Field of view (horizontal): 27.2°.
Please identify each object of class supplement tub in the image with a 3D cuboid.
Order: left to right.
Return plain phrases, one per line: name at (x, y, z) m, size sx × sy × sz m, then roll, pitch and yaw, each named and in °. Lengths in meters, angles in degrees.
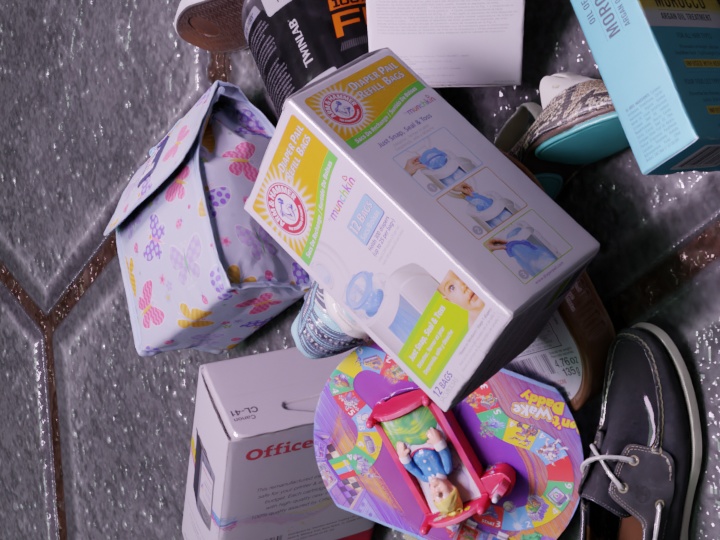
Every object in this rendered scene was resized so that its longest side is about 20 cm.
supplement tub at (-0.017, -0.163, 1.147) m, size 0.123 × 0.122 × 0.201 m, roll -45°, pitch 61°, yaw 45°

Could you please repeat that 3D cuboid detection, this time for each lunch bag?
lunch bag at (-0.143, -0.044, 1.328) m, size 0.169 × 0.126 × 0.201 m, roll -33°, pitch 62°, yaw 47°

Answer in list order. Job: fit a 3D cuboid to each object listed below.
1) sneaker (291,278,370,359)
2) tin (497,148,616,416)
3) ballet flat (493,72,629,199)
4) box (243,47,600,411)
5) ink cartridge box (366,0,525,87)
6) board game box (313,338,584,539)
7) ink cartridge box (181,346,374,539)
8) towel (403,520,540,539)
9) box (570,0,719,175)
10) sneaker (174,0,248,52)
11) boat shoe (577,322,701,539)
sneaker at (0.000, 0.000, 1.094) m, size 0.086 × 0.200 × 0.078 m, roll -37°, pitch 96°, yaw 28°
tin at (0.104, 0.010, 1.030) m, size 0.112 × 0.042 × 0.201 m, roll -22°, pitch 99°, yaw 47°
ballet flat at (0.129, -0.089, 1.022) m, size 0.200 × 0.067 × 0.076 m, roll -46°, pitch 49°, yaw 49°
box at (0.035, -0.029, 0.965) m, size 0.200 × 0.101 × 0.113 m, roll 45°, pitch 139°, yaw 14°
ink cartridge box at (0.056, -0.208, 0.990) m, size 0.201 × 0.108 × 0.051 m, roll 86°, pitch -175°, yaw -53°
board game box at (0.056, 0.136, 1.044) m, size 0.199 × 0.039 × 0.159 m, roll 20°, pitch 117°, yaw 9°
ink cartridge box at (-0.059, 0.159, 1.193) m, size 0.086 × 0.147 × 0.201 m, roll -122°, pitch 32°, yaw -42°
towel at (0.070, 0.133, 1.149) m, size 0.148 × 0.036 × 0.202 m, roll -28°, pitch 74°, yaw 51°
box at (0.181, -0.160, 0.927) m, size 0.049 × 0.082 × 0.201 m, roll -36°, pitch 67°, yaw 46°
sneaker at (-0.100, -0.258, 1.304) m, size 0.200 × 0.072 × 0.085 m, roll -29°, pitch 39°, yaw 58°
boat shoe at (0.179, 0.136, 0.985) m, size 0.072 × 0.067 × 0.202 m, roll 11°, pitch 102°, yaw 52°
